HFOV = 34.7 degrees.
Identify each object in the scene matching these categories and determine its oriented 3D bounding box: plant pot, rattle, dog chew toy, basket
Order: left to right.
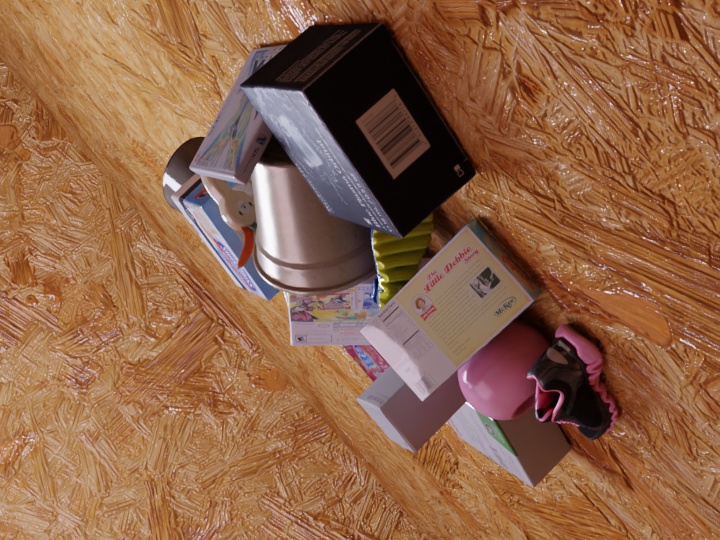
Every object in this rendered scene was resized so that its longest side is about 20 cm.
[{"bbox_3d":[-0.242,-0.121,2.089,0.200,0.136,0.181,39,159,23],"label":"basket"},{"bbox_3d":[-0.146,-0.124,1.654,0.130,0.142,0.202,29,-139,-46],"label":"rattle"},{"bbox_3d":[-0.061,-0.103,1.478,0.200,0.200,0.185,37,150,41],"label":"plant pot"},{"bbox_3d":[0.151,0.086,1.431,0.201,0.124,0.125,52,169,22],"label":"dog chew toy"}]

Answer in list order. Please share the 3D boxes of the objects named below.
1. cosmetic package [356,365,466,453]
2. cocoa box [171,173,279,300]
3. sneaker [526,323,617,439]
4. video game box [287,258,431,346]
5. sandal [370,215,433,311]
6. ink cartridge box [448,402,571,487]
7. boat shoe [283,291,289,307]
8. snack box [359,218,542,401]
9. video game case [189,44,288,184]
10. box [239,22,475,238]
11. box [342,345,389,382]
[{"bbox_3d":[0.103,0.140,1.543,0.085,0.200,0.107,51,166,-13],"label":"cosmetic package"},{"bbox_3d":[-0.177,-0.076,1.834,0.131,0.133,0.201,21,149,58],"label":"cocoa box"},{"bbox_3d":[0.242,0.150,1.357,0.079,0.095,0.201,34,162,40],"label":"sneaker"},{"bbox_3d":[-0.003,0.046,1.599,0.183,0.197,0.047,93,175,-62],"label":"video game box"},{"bbox_3d":[0.044,-0.016,1.434,0.087,0.079,0.202,-121,34,-68],"label":"sandal"},{"bbox_3d":[0.193,0.205,1.680,0.199,0.087,0.146,24,152,57],"label":"ink cartridge box"},{"bbox_3d":[-0.092,-0.032,1.782,0.071,0.067,0.202,5,113,44],"label":"boat shoe"},{"bbox_3d":[0.103,0.048,1.352,0.116,0.200,0.037,48,-152,5],"label":"snack box"},{"bbox_3d":[-0.139,-0.198,1.439,0.022,0.184,0.200,29,175,-25],"label":"video game case"},{"bbox_3d":[-0.007,-0.156,1.261,0.197,0.117,0.200,54,167,-23],"label":"box"},{"bbox_3d":[0.048,0.116,1.869,0.096,0.100,0.200,50,167,-5],"label":"box"}]
